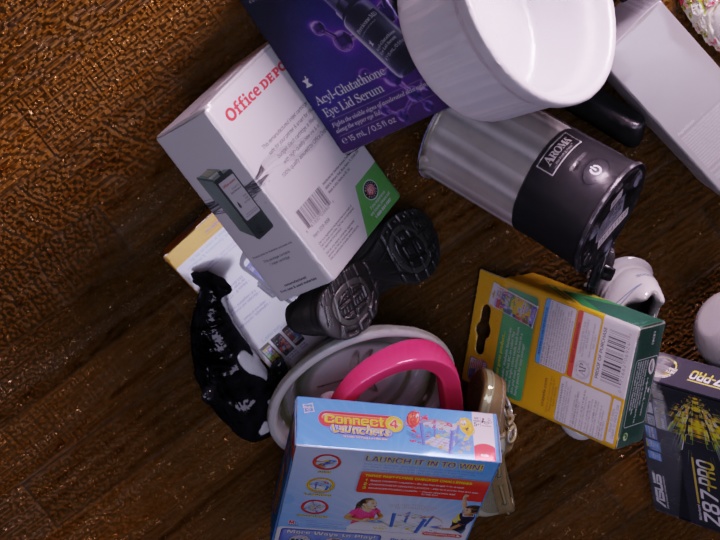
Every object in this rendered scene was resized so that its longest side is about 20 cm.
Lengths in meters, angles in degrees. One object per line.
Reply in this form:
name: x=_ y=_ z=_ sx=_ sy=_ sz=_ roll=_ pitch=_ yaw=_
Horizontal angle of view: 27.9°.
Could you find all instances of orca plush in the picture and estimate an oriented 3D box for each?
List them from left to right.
orca plush: x=-0.131 y=0.102 z=1.445 sx=0.104 sy=0.071 sz=0.201 roll=10 pitch=127 yaw=14

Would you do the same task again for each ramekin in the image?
ramekin: x=0.124 y=-0.228 z=1.270 sx=0.097 sy=0.201 sz=0.201 roll=-18 pitch=114 yaw=46

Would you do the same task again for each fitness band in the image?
fitness band: x=0.033 y=0.144 z=1.462 sx=0.143 sy=0.038 sz=0.201 roll=-21 pitch=141 yaw=-9

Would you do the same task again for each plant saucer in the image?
plant saucer: x=-0.004 y=0.113 z=1.472 sx=0.199 sy=0.050 sz=0.201 roll=-14 pitch=139 yaw=-13

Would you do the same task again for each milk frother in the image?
milk frother: x=0.173 y=-0.078 z=1.421 sx=0.188 sy=0.180 sz=0.201 roll=33 pitch=137 yaw=21

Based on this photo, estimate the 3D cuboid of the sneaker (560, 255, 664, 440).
sneaker: x=0.253 y=0.086 z=1.492 sx=0.074 sy=0.087 sz=0.201 roll=14 pitch=106 yaw=-12

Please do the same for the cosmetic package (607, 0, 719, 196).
cosmetic package: x=0.311 y=-0.171 z=1.412 sx=0.090 sy=0.107 sz=0.200 roll=-41 pitch=107 yaw=8

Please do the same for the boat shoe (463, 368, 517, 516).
boat shoe: x=0.137 y=0.180 z=1.493 sx=0.063 sy=0.073 sz=0.202 roll=2 pitch=128 yaw=-1

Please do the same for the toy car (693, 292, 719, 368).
toy car: x=0.447 y=0.052 z=1.453 sx=0.174 sy=0.199 sz=0.151 roll=26 pitch=81 yaw=-34

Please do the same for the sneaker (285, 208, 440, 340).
sneaker: x=0.000 y=0.000 z=1.423 sx=0.200 sy=0.090 sz=0.076 roll=-35 pitch=107 yaw=-40

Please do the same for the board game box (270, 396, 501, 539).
board game box: x=0.020 y=0.210 z=1.431 sx=0.198 sy=0.056 sz=0.196 roll=6 pitch=140 yaw=-8

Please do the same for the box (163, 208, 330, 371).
box: x=-0.089 y=0.014 z=1.468 sx=0.119 sy=0.042 sz=0.200 roll=-40 pitch=108 yaw=7

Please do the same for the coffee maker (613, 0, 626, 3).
coffee maker: x=0.193 y=-0.347 z=1.335 sx=0.199 sy=0.135 sz=0.193 roll=30 pitch=103 yaw=-12

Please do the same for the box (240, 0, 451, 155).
box: x=0.003 y=-0.232 z=1.334 sx=0.147 sy=0.104 sz=0.200 roll=-21 pitch=113 yaw=41

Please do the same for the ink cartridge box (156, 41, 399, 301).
ink cartridge box: x=-0.075 y=-0.098 z=1.375 sx=0.084 sy=0.146 sz=0.200 roll=-21 pitch=112 yaw=44

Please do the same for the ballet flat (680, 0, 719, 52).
ballet flat: x=0.392 y=-0.221 z=1.425 sx=0.200 sy=0.064 sz=0.076 roll=43 pitch=100 yaw=-14

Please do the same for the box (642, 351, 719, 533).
box: x=0.367 y=0.185 z=1.473 sx=0.049 sy=0.160 sz=0.201 roll=-43 pitch=134 yaw=-33

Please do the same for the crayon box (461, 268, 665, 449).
crayon box: x=0.201 y=0.082 z=1.462 sx=0.051 sy=0.199 sz=0.127 roll=-9 pitch=114 yaw=-46
